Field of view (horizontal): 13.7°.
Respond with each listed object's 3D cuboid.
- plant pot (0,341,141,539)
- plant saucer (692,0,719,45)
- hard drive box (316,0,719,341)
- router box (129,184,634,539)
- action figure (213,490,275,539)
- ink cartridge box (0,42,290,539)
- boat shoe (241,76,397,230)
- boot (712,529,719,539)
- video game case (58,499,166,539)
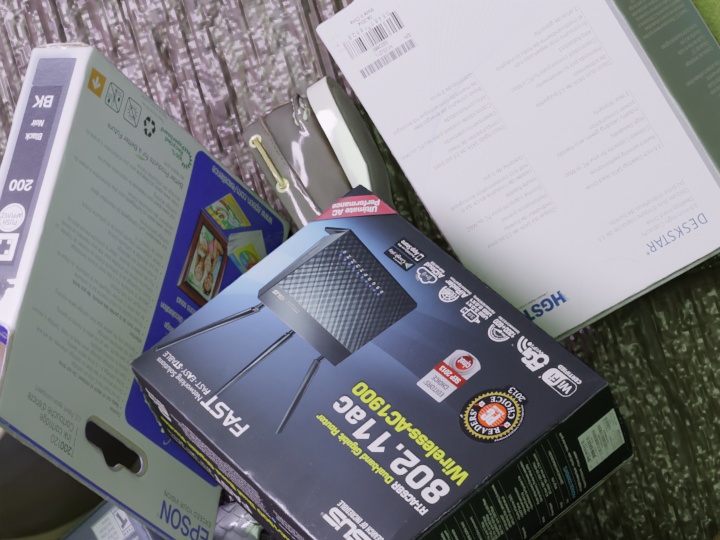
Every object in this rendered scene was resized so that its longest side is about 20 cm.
[{"bbox_3d":[-0.202,0.051,1.554,0.199,0.174,0.201,0,90,13],"label":"plant pot"},{"bbox_3d":[0.151,-0.161,1.544,0.200,0.048,0.200,39,97,10],"label":"plant saucer"},{"bbox_3d":[0.099,-0.081,1.496,0.156,0.077,0.200,-30,92,34],"label":"hard drive box"},{"bbox_3d":[0.007,0.066,1.421,0.150,0.062,0.200,-39,49,-14],"label":"router box"},{"bbox_3d":[-0.052,0.177,1.566,0.130,0.069,0.201,-18,80,34],"label":"action figure"},{"bbox_3d":[-0.119,0.021,1.495,0.043,0.198,0.201,-3,63,31],"label":"ink cartridge box"},{"bbox_3d":[0.001,0.000,1.563,0.060,0.072,0.202,-26,77,11],"label":"boat shoe"},{"bbox_3d":[0.107,0.161,1.509,0.200,0.066,0.176,25,98,29],"label":"boot"},{"bbox_3d":[-0.103,0.223,1.559,0.143,0.019,0.200,-41,75,48],"label":"video game case"}]
